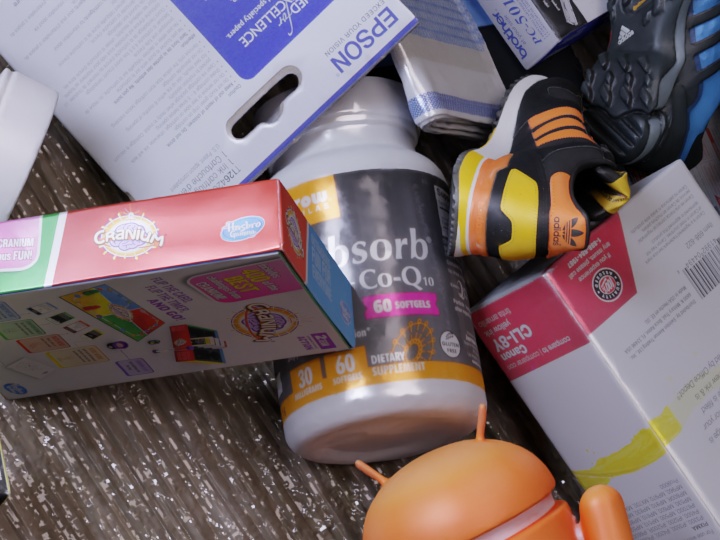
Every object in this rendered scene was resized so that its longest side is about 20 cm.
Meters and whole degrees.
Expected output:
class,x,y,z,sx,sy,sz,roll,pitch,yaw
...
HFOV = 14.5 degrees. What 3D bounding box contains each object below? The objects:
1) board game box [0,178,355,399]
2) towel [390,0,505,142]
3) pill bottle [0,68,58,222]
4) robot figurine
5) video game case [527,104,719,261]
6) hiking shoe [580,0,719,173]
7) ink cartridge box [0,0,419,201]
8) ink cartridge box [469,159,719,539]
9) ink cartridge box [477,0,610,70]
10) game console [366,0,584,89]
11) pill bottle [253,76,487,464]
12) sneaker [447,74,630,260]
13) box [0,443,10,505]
class,x,y,z,sx,sy,sz,roll,pitch,yaw
board game box,-0.117,0.013,1.477,0.200,0.153,0.040,-8,68,11
towel,0.024,-0.165,1.647,0.200,0.024,0.147,65,20,10
pill bottle,-0.272,-0.095,1.529,0.200,0.114,0.114,25,62,-11
robot figurine,0.076,0.177,1.542,0.117,0.144,0.200,-27,92,-35
video game case,0.187,-0.036,1.739,0.200,0.017,0.143,-17,76,-26
hiking shoe,0.192,-0.152,1.715,0.087,0.074,0.200,22,88,-49
ink cartridge box,-0.098,-0.149,1.590,0.200,0.198,0.047,48,17,0
ink cartridge box,0.177,0.062,1.628,0.145,0.083,0.200,-38,95,-41
ink cartridge box,0.085,-0.229,1.739,0.094,0.044,0.200,-31,84,-36
game console,0.032,-0.181,1.730,0.177,0.031,0.200,-14,75,-25
pill bottle,0.000,0.000,1.595,0.116,0.116,0.200,-2,70,-22
sneaker,0.113,-0.053,1.604,0.090,0.070,0.200,10,25,16
box,-0.287,0.115,1.461,0.200,0.075,0.050,-5,71,-24
